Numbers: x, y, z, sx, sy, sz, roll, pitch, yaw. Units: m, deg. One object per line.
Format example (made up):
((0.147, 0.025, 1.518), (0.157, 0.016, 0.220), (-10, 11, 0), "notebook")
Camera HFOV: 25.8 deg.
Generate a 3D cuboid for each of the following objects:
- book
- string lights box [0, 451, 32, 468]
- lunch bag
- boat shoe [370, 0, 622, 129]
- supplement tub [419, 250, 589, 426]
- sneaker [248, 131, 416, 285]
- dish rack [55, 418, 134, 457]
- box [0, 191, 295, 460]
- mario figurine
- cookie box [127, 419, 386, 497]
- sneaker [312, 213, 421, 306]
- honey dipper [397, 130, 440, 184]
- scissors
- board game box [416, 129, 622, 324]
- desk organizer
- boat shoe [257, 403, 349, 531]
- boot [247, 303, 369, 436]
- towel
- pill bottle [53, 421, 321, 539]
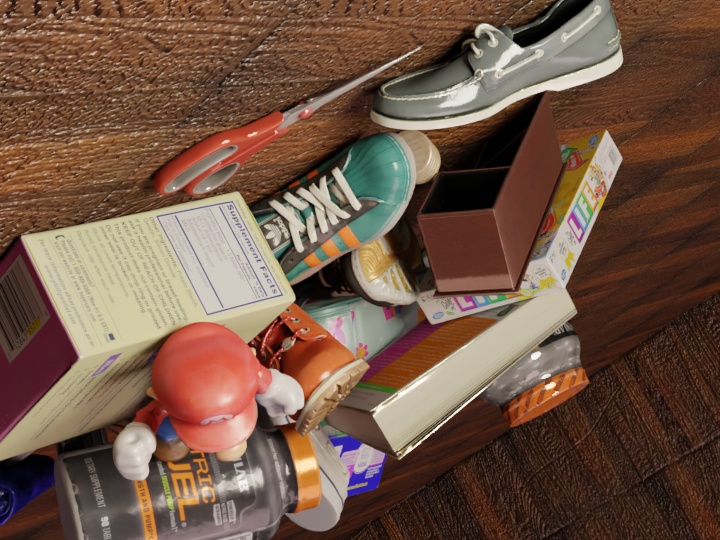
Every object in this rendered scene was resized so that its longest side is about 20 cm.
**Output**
((0.068, 0.070, 1.322), (0.200, 0.048, 0.133), (-36, -162, -18), "book")
((-0.327, 0.124, 1.231), (0.103, 0.059, 0.200), (-37, 165, 32), "string lights box")
((-0.020, 0.046, 1.451), (0.199, 0.077, 0.160), (-14, -169, -40), "lunch bag")
((0.095, -0.154, 1.125), (0.199, 0.073, 0.062), (-18, 121, -16), "boat shoe")
((0.149, 0.054, 1.643), (0.122, 0.201, 0.123), (-28, 167, -7), "supplement tub")
((-0.039, -0.036, 1.210), (0.200, 0.072, 0.080), (-38, 168, 39), "sneaker")
((-0.172, 0.124, 1.320), (0.200, 0.054, 0.154), (-43, 137, -42), "dish rack")
((-0.183, 0.041, 1.146), (0.200, 0.097, 0.176), (-14, 160, -44), "box")
((-0.106, 0.109, 1.103), (0.124, 0.106, 0.200), (-61, -178, -14), "mario figurine")
((-0.092, 0.148, 1.503), (0.171, 0.199, 0.076), (1, 109, -65), "cookie box")
((0.000, 0.000, 1.333), (0.087, 0.076, 0.200), (-24, -174, 10), "sneaker")
((0.057, -0.081, 1.322), (0.038, 0.038, 0.200), (-30, 169, 6), "honey dipper")
((-0.050, -0.103, 1.063), (0.200, 0.014, 0.073), (-30, 165, 12), "scissors")
((0.140, -0.039, 1.366), (0.134, 0.034, 0.200), (-18, -154, 35), "board game box")
((0.110, -0.066, 1.290), (0.071, 0.077, 0.200), (-3, -147, 23), "desk organizer")
((-0.071, 0.129, 1.336), (0.071, 0.200, 0.070), (-21, -153, 33), "boat shoe")
((-0.054, 0.066, 1.240), (0.075, 0.107, 0.200), (-44, -174, -3), "boot")
((-0.340, 0.197, 1.326), (0.147, 0.050, 0.200), (-7, -179, 0), "towel")
((-0.133, 0.174, 1.236), (0.199, 0.107, 0.106), (-12, 161, -18), "pill bottle")
